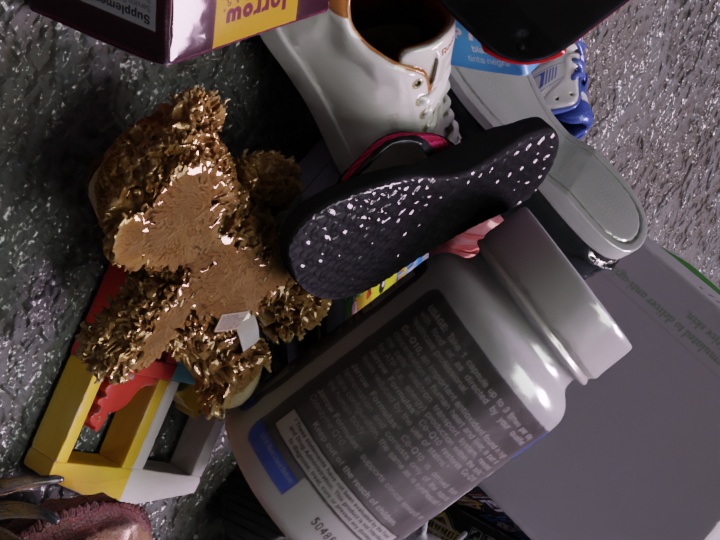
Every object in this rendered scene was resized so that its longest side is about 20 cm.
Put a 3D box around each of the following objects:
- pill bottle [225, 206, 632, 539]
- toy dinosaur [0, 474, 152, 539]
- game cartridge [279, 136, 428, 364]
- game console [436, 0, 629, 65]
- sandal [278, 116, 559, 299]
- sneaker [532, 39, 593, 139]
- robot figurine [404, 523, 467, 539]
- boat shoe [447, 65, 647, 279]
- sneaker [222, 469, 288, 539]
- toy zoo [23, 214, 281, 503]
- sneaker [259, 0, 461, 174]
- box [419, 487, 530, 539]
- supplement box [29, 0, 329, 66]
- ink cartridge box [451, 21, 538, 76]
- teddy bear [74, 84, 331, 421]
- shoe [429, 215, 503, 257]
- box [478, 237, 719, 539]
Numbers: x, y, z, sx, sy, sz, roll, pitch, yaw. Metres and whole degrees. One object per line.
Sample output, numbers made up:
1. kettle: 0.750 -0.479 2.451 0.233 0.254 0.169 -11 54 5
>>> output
1. pill bottle: 0.037 0.063 0.833 0.200 0.114 0.114 -37 149 6
2. toy dinosaur: -0.151 0.139 0.748 0.199 0.085 0.137 -15 119 -52
3. game cartridge: 0.000 0.000 0.918 0.134 0.040 0.201 -57 154 -44
4. game console: 0.074 -0.199 0.703 0.177 0.031 0.200 -37 118 26
5. sandal: 0.025 -0.040 0.793 0.199 0.045 0.075 -24 148 -44
6. sneaker: 0.119 -0.121 0.984 0.201 0.088 0.075 -61 151 -6
7. robot figurine: 0.013 0.262 1.077 0.201 0.112 0.170 -61 160 -5
8. boat shoe: 0.080 -0.077 0.901 0.060 0.200 0.076 -38 178 44
9. sneaker: -0.007 0.129 0.988 0.200 0.074 0.089 -38 139 -37
10. toy zoo: -0.104 0.048 0.829 0.131 0.020 0.201 21 93 -60
11. sneaker: 0.024 -0.089 0.807 0.200 0.084 0.073 50 46 -40
12. box: 0.159 0.229 1.197 0.200 0.198 0.050 17 98 -60
13. supplement box: -0.068 -0.200 0.638 0.110 0.085 0.201 -29 135 -45
14. ink cartridge box: 0.070 -0.225 0.801 0.146 0.086 0.201 -46 135 -28
15. teddy bear: -0.078 -0.005 0.758 0.145 0.067 0.200 -55 147 3
16. shoe: 0.117 -0.029 1.066 0.199 0.071 0.092 -22 136 -43
17. box: 0.200 0.108 1.065 0.200 0.199 0.171 -52 150 13
